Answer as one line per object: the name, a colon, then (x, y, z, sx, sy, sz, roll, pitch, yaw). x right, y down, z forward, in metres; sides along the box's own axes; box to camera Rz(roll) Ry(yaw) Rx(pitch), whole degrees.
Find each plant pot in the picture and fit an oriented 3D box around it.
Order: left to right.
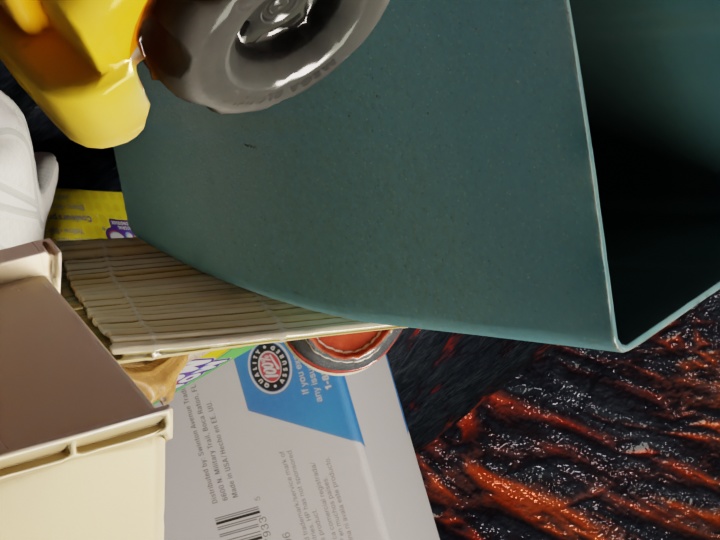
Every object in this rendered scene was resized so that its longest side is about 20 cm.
plant pot: (0.021, -0.065, 0.850, 0.200, 0.141, 0.141, 1, -162, 36)

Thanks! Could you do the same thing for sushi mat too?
sushi mat: (0.000, 0.000, 0.889, 0.200, 0.096, 0.012, -6, 114, -18)

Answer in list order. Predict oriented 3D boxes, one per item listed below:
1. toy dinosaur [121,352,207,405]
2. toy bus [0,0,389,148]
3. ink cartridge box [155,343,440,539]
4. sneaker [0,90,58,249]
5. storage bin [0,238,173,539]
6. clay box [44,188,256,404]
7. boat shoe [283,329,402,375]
toy dinosaur: (-0.075, 0.026, 0.899, 0.200, 0.060, 0.106, -17, -149, 3)
toy bus: (-0.025, -0.143, 0.518, 0.200, 0.136, 0.192, -36, 158, -1)
ink cartridge box: (-0.081, 0.096, 1.175, 0.200, 0.145, 0.084, -16, 178, 16)
sneaker: (-0.142, -0.029, 0.799, 0.200, 0.075, 0.081, 55, 57, -73)
storage bin: (-0.156, 0.119, 0.735, 0.199, 0.094, 0.200, -14, 126, -27)
clay box: (-0.097, 0.014, 1.005, 0.115, 0.048, 0.200, -30, 161, 33)
boat shoe: (0.012, -0.058, 0.969, 0.063, 0.071, 0.200, -164, -91, -74)
